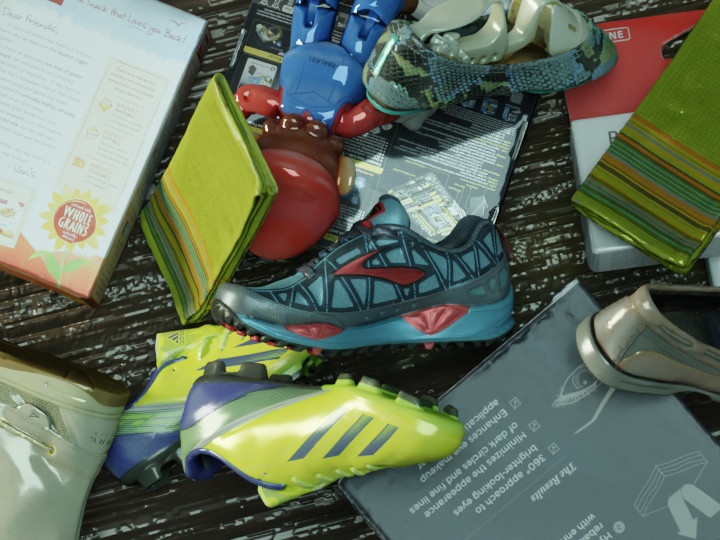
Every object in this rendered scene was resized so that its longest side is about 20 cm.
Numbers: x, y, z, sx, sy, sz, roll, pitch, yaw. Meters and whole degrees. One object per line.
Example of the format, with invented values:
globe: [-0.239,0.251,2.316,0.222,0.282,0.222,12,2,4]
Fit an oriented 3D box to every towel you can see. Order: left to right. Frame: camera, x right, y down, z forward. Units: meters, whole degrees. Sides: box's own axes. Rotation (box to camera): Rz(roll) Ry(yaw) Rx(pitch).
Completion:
towel: [-0.098,-0.040,1.636,0.018,0.200,0.086,-21,74,-25]
towel: [0.222,-0.098,1.657,0.086,0.018,0.200,32,75,13]

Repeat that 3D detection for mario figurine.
mario figurine: [-0.031,-0.098,1.669,0.123,0.106,0.200,4,68,43]

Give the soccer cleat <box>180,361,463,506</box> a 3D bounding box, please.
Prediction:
soccer cleat: [-0.024,0.104,1.575,0.200,0.065,0.084,4,78,37]

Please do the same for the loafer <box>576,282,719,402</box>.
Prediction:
loafer: [0.221,0.040,1.601,0.200,0.063,0.072,1,53,-40]

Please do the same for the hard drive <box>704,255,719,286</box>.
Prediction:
hard drive: [0.299,0.039,1.701,0.132,0.027,0.200,-10,81,0]

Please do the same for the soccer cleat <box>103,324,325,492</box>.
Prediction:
soccer cleat: [-0.088,0.059,1.686,0.200,0.065,0.084,-36,80,-4]

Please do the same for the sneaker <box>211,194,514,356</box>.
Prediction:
sneaker: [0.000,0.000,1.626,0.200,0.079,0.096,-3,97,-26]

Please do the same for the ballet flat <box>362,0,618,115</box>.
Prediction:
ballet flat: [0.091,-0.144,1.645,0.200,0.074,0.074,-17,79,-38]

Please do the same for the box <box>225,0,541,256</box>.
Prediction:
box: [0.003,-0.084,1.715,0.200,0.049,0.161,18,80,4]

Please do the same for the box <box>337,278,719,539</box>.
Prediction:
box: [0.123,0.148,1.641,0.197,0.117,0.200,-39,81,-4]

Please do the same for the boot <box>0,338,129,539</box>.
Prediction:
boot: [-0.254,0.119,1.674,0.200,0.072,0.155,17,96,21]

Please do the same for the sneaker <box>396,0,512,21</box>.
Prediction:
sneaker: [0.027,-0.217,1.701,0.200,0.115,0.075,35,84,6]

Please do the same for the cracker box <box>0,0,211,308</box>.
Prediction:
cracker box: [-0.196,-0.093,1.715,0.134,0.058,0.200,22,83,4]

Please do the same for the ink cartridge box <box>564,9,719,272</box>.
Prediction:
ink cartridge box: [0.234,-0.098,1.698,0.200,0.045,0.176,-8,70,0]
